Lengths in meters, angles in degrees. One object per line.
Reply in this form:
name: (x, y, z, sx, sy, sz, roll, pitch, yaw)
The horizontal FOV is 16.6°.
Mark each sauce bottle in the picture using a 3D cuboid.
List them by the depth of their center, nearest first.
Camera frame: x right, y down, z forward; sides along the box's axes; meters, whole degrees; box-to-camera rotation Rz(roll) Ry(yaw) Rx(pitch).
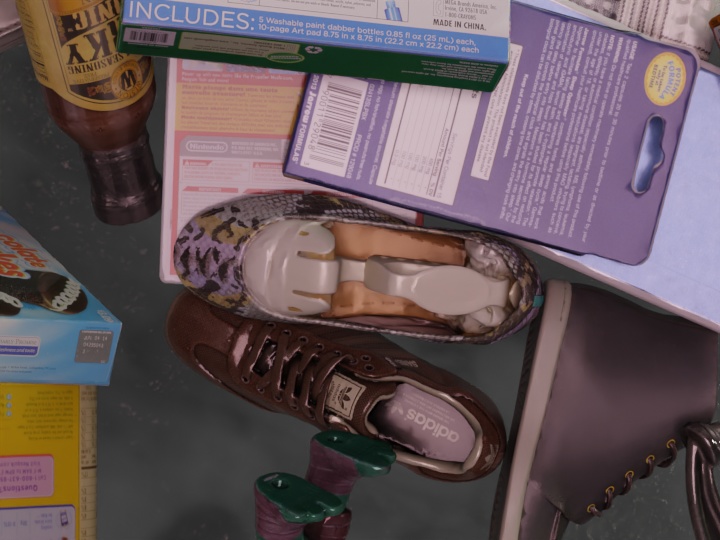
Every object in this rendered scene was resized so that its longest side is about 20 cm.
sauce bottle: (-0.142, -0.118, 1.291, 0.064, 0.065, 0.201, -13, 124, 0)

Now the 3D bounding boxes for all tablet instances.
tablet: (0.148, -0.057, 1.320, 0.199, 0.014, 0.131, 24, 90, -1)

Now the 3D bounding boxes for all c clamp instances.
c clamp: (0.242, 0.077, 1.324, 0.200, 0.027, 0.171, -40, 110, -19)

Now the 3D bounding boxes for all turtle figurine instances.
turtle figurine: (-0.030, 0.192, 1.289, 0.100, 0.150, 0.202, 9, 114, 6)

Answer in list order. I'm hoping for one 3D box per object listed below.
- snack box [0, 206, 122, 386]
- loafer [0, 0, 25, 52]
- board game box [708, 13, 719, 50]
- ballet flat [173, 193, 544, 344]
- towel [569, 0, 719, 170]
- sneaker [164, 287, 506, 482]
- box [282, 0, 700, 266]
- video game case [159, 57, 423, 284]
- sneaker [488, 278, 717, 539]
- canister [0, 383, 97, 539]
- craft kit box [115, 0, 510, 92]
snack box: (-0.212, 0.003, 1.248, 0.115, 0.200, 0.037, 3, 109, -31)
loafer: (-0.153, -0.189, 1.322, 0.200, 0.070, 0.070, -43, 91, 1)
board game box: (0.333, -0.088, 1.235, 0.199, 0.200, 0.201, -24, 92, -17)
ballet flat: (0.000, 0.000, 1.288, 0.198, 0.072, 0.073, 7, 91, -3)
towel: (0.099, -0.143, 1.341, 0.191, 0.035, 0.202, 16, 92, -1)
sneaker: (-0.011, 0.055, 1.325, 0.199, 0.076, 0.071, 21, 91, 0)
box: (0.069, -0.082, 1.296, 0.198, 0.032, 0.122, 15, 90, -1)
video game case: (-0.034, -0.091, 1.321, 0.142, 0.017, 0.202, 3, 95, -2)
sneaker: (0.130, 0.112, 1.327, 0.105, 0.075, 0.202, 12, 90, -1)
canister: (-0.205, 0.124, 1.300, 0.148, 0.086, 0.202, 1, 88, -39)
craft kit box: (-0.021, -0.198, 1.263, 0.198, 0.049, 0.199, 6, 72, -8)
